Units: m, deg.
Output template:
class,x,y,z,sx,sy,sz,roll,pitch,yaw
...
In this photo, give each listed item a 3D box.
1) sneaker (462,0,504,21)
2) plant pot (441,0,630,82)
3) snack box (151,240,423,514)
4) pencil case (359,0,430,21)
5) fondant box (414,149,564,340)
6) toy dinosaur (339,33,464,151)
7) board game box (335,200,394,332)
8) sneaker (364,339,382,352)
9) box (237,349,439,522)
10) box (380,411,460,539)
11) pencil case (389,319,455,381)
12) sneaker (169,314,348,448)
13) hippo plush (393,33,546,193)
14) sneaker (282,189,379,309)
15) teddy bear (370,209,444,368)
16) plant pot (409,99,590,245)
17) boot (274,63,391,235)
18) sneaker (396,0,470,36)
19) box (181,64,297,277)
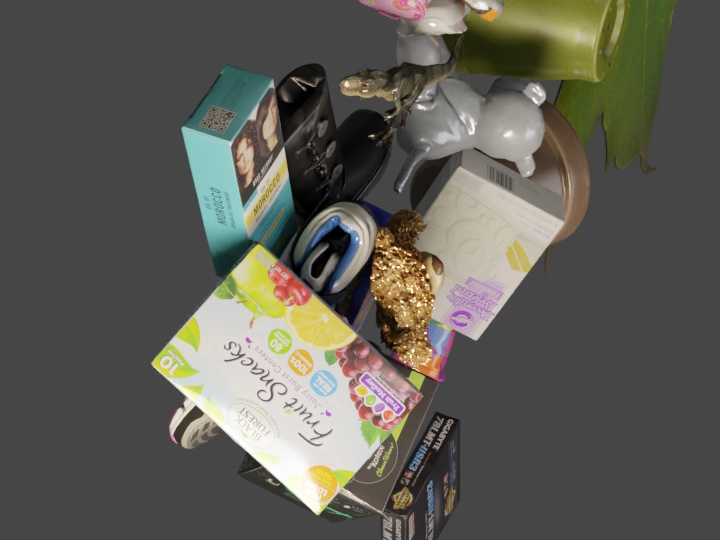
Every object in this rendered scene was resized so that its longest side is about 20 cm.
class,x,y,z,sx,sy,sz,roll,pitch,yaw
sneaker,0.130,-0.355,1.585,0.075,0.091,0.202,24,51,-51
plant pot,0.209,-0.307,1.813,0.201,0.191,0.202,-53,154,-41
snack box,-0.065,0.093,1.357,0.142,0.200,0.053,-48,-172,0
pencil case,0.063,-0.349,1.537,0.088,0.087,0.202,58,51,-66
fondant box,0.126,-0.031,1.798,0.201,0.143,0.058,-56,-165,34
toy dinosaur,0.042,-0.173,1.516,0.199,0.047,0.089,-28,148,-52
board game box,0.000,0.000,1.633,0.200,0.044,0.136,-5,121,-86
sneaker,-0.024,0.186,1.789,0.200,0.075,0.115,-62,153,-42
box,-0.027,0.162,1.571,0.150,0.123,0.200,-66,-171,-17
box,0.091,0.348,2.301,0.201,0.049,0.199,88,27,-44
pencil case,0.102,0.042,2.003,0.202,0.088,0.088,-69,161,-3
sneaker,-0.083,0.123,1.426,0.199,0.088,0.074,-30,167,5
hippo plush,0.119,-0.184,1.658,0.200,0.159,0.161,-73,162,-73
sneaker,-0.057,0.018,1.458,0.200,0.080,0.146,-51,174,5
teddy bear,0.049,0.020,1.485,0.201,0.066,0.146,86,10,-58
plant pot,0.156,-0.102,1.903,0.174,0.199,0.202,-26,134,-41
boot,-0.034,-0.137,1.501,0.166,0.065,0.200,-66,156,-23
sneaker,0.079,-0.298,1.622,0.200,0.075,0.081,-76,168,-66
box,-0.104,-0.079,1.369,0.083,0.049,0.201,-59,158,-32
